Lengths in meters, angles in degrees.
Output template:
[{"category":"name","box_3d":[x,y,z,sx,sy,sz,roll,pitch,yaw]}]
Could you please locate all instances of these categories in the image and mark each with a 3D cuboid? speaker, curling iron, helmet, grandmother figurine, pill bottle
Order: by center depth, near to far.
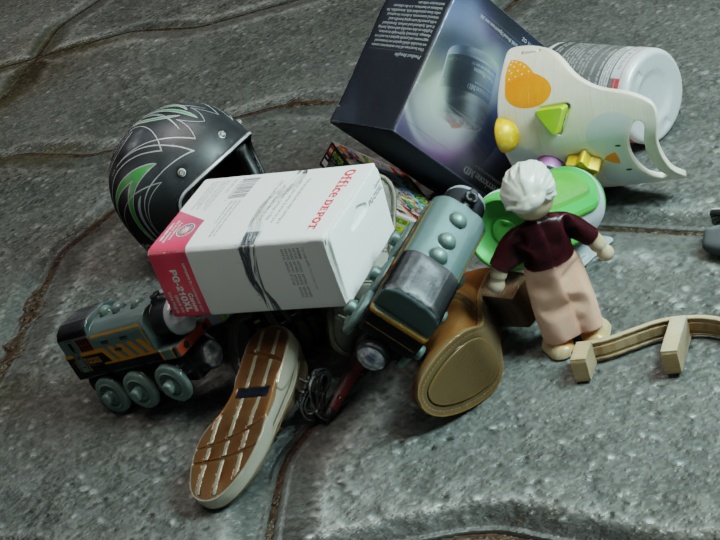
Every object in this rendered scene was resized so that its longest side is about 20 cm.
[{"category":"grandmother figurine","box_3d":[0.175,-0.012,1.378,0.121,0.200,0.061,-24,28,-8]},{"category":"curling iron","box_3d":[0.002,0.069,1.466,0.026,0.050,0.200,7,52,50]},{"category":"speaker","box_3d":[0.184,-0.055,1.499,0.088,0.089,0.200,-2,10,30]},{"category":"pill bottle","box_3d":[0.279,-0.220,1.779,0.114,0.114,0.200,-37,33,-30]},{"category":"helmet","box_3d":[-0.218,-0.115,1.827,0.200,0.191,0.200,-16,28,9]}]

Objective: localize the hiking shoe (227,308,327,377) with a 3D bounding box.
[{"category":"hiking shoe","box_3d":[-0.071,0.056,1.550,0.101,0.076,0.200,-11,28,23]}]

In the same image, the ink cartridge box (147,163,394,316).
[{"category":"ink cartridge box","box_3d":[-0.085,-0.030,1.449,0.200,0.084,0.145,-4,32,26]}]

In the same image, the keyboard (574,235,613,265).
[{"category":"keyboard","box_3d":[0.186,-0.036,1.624,0.056,0.011,0.200,-32,30,-33]}]

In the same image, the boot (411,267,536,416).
[{"category":"boot","box_3d":[0.074,0.066,1.446,0.155,0.077,0.200,0,43,46]}]

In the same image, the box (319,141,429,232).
[{"category":"box","box_3d":[0.032,-0.080,1.686,0.035,0.110,0.200,-61,29,16]}]

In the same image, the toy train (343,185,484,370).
[{"category":"toy train","box_3d":[0.057,0.005,1.349,0.114,0.085,0.200,-53,3,48]}]

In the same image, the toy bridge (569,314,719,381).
[{"category":"toy bridge","box_3d":[0.291,0.068,1.346,0.200,0.027,0.067,-6,28,25]}]

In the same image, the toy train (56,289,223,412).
[{"category":"toy train","box_3d":[-0.232,0.081,1.543,0.200,0.114,0.085,-14,25,43]}]

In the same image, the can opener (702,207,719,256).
[{"category":"can opener","box_3d":[0.436,-0.038,1.436,0.200,0.053,0.067,2,67,35]}]

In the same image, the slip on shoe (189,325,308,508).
[{"category":"slip on shoe","box_3d":[-0.103,0.149,1.424,0.076,0.061,0.200,-5,49,29]}]

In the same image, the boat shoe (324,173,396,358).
[{"category":"boat shoe","box_3d":[0.000,0.000,1.538,0.068,0.072,0.200,145,139,-69]}]

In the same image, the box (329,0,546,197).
[{"category":"box","box_3d":[0.102,-0.211,1.711,0.123,0.200,0.199,17,81,48]}]

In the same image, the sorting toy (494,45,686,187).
[{"category":"sorting toy","box_3d":[0.258,-0.141,1.596,0.180,0.200,0.107,4,54,37]}]

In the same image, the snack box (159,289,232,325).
[{"category":"snack box","box_3d":[-0.156,0.011,1.632,0.142,0.053,0.200,-39,10,-28]}]
